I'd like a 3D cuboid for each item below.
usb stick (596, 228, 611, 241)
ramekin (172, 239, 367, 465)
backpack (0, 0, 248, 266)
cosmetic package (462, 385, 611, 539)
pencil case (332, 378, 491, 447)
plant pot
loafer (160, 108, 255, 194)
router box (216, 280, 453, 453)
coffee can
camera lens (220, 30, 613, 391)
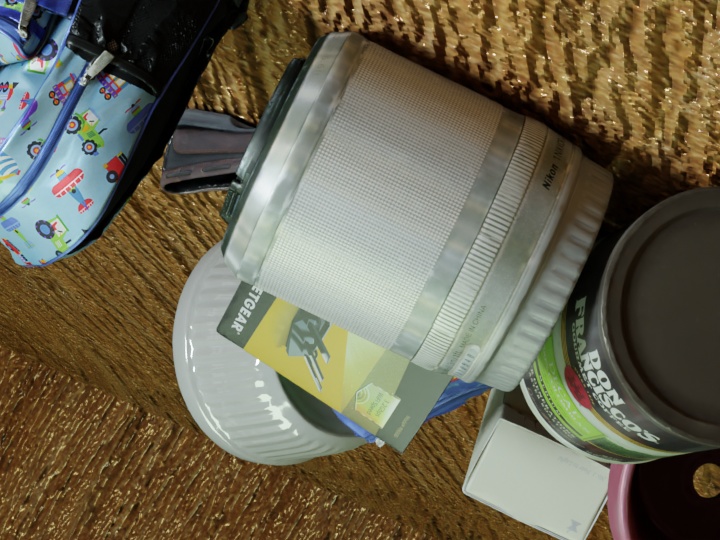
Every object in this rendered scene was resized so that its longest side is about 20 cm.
[{"bbox_3d":[0.155,-0.006,1.402,0.200,0.033,0.055,27,147,-6],"label":"usb stick"},{"bbox_3d":[-0.043,0.059,1.719,0.200,0.201,0.105,33,156,-33],"label":"ramekin"},{"bbox_3d":[-0.183,-0.109,1.264,0.134,0.200,0.182,30,168,-23],"label":"backpack"},{"bbox_3d":[0.150,0.125,1.657,0.103,0.073,0.200,25,-159,0],"label":"cosmetic package"},{"bbox_3d":[0.058,0.066,1.535,0.078,0.087,0.200,10,153,-41],"label":"pencil case"},{"bbox_3d":[0.270,0.156,1.526,0.200,0.201,0.179,26,180,-2],"label":"plant pot"},{"bbox_3d":[-0.068,-0.070,1.523,0.200,0.063,0.072,14,165,43],"label":"loafer"},{"bbox_3d":[0.011,0.007,1.407,0.157,0.052,0.200,33,130,4],"label":"router box"},{"bbox_3d":[0.187,0.039,1.272,0.146,0.147,0.200,26,168,-5],"label":"coffee can"},{"bbox_3d":[0.028,-0.035,1.241,0.200,0.160,0.160,26,168,-2],"label":"camera lens"}]
